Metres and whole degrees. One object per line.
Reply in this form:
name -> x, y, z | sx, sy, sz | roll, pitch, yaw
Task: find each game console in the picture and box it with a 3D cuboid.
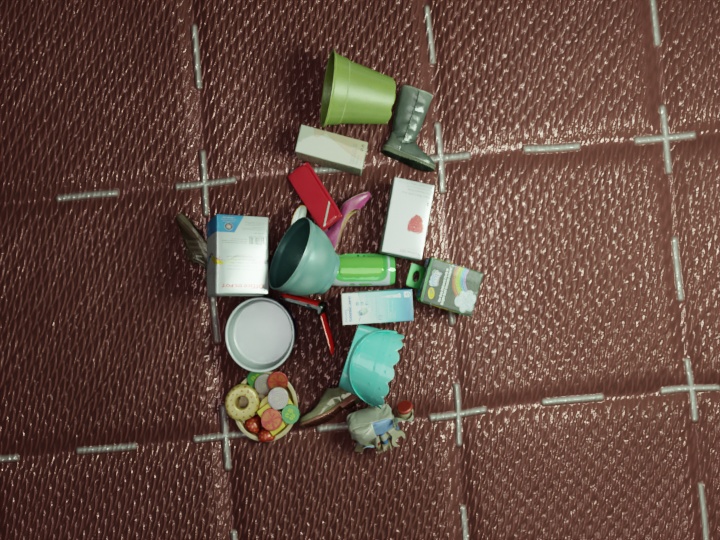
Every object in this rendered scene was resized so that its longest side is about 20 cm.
game console -> -0.140, 0.141, 1.530 | 0.166, 0.200, 0.123 | 14, 88, -1

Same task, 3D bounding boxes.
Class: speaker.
speaker -> 0.000, 0.000, 1.594 | 0.192, 0.088, 0.092 | 0, 89, -1

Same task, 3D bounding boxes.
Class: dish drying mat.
dish drying mat -> -0.130, -0.211, 1.596 | 0.076, 0.018, 0.203 | -34, 72, 4

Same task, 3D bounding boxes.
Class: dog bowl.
dog bowl -> -0.278, 0.177, 1.588 | 0.192, 0.079, 0.208 | 0, 89, -2

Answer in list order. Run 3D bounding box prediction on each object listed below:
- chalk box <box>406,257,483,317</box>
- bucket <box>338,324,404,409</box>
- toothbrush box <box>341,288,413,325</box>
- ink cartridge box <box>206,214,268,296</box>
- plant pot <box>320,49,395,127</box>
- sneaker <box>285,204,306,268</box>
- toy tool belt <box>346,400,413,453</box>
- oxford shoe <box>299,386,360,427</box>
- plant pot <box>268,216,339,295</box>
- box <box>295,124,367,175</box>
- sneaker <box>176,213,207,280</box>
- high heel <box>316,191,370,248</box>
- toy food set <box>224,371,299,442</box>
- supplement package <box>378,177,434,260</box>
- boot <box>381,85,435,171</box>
chalk box -> 0.225, 0.039, 1.580 | 0.193, 0.124, 0.129 | 17, 90, 0
bucket -> 0.029, 0.253, 1.538 | 0.131, 0.207, 0.214 | 18, 89, 3
toothbrush box -> 0.043, 0.099, 1.562 | 0.192, 0.146, 0.089 | -2, 89, -2
ink cartridge box -> -0.335, -0.034, 1.529 | 0.142, 0.145, 0.208 | 2, 84, -26
plant pot -> -0.005, -0.484, 1.565 | 0.183, 0.200, 0.208 | 7, 89, -13
sneaker -> -0.164, -0.080, 1.605 | 0.089, 0.076, 0.208 | 9, 96, -8
toy tool belt -> 0.063, 0.444, 1.586 | 0.193, 0.126, 0.126 | -16, 121, 2
oxford shoe -> -0.092, 0.380, 1.605 | 0.195, 0.071, 0.076 | -28, 65, -1
plant pot -> -0.137, -0.019, 1.494 | 0.132, 0.199, 0.205 | 27, 89, -28
box -> -0.081, -0.338, 1.593 | 0.193, 0.095, 0.081 | 15, 88, -2
sneaker -> -0.468, -0.065, 1.589 | 0.075, 0.070, 0.202 | -38, 91, -8
high heel -> -0.036, -0.134, 1.599 | 0.197, 0.067, 0.097 | -35, 80, 4
toy food set -> -0.271, 0.383, 1.600 | 0.196, 0.049, 0.203 | -37, 90, -2
supplement package -> 0.128, -0.139, 1.580 | 0.117, 0.120, 0.208 | 10, 89, -2
boot -> 0.164, -0.406, 1.618 | 0.177, 0.073, 0.206 | 24, 82, -3
